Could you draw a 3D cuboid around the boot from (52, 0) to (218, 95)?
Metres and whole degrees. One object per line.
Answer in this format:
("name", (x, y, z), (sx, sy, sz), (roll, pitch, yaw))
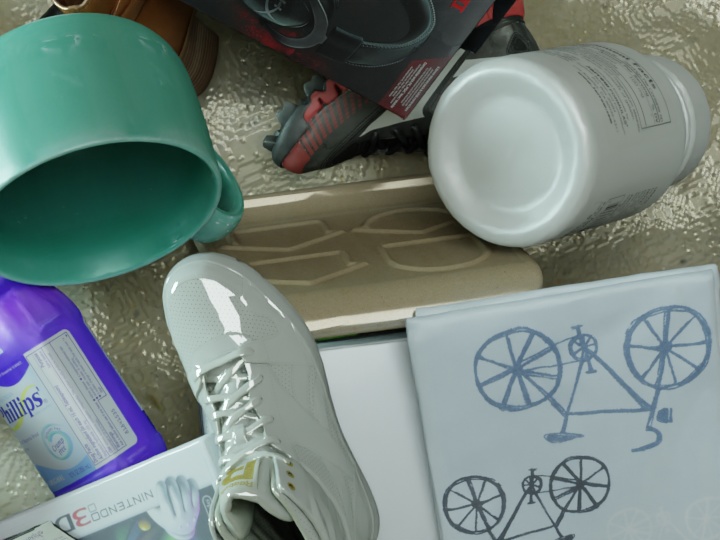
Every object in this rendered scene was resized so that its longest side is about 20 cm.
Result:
("boot", (-0.137, -0.218, 1.492), (0.074, 0.155, 0.200), (-11, 69, 21))

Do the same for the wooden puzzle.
("wooden puzzle", (0.000, 0.000, 1.472), (0.185, 0.200, 0.046), (-8, 112, -10))

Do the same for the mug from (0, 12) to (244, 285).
("mug", (-0.165, -0.072, 1.417), (0.152, 0.185, 0.115), (-20, 63, 1))

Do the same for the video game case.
("video game case", (-0.119, 0.216, 1.399), (0.182, 0.023, 0.200), (-24, 87, 30))

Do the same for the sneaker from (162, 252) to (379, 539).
("sneaker", (-0.057, 0.088, 1.317), (0.074, 0.116, 0.200), (-28, 95, 17))

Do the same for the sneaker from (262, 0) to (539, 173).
("sneaker", (0.037, -0.106, 1.543), (0.200, 0.071, 0.098), (-30, 80, -15))

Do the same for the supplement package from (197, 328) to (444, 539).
("supplement package", (0.009, 0.115, 1.448), (0.200, 0.111, 0.156), (-6, 93, -9))

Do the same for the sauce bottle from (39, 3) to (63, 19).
("sauce bottle", (-0.232, -0.100, 1.508), (0.066, 0.066, 0.200), (39, 72, 2))

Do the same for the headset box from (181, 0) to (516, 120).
("headset box", (-0.001, -0.195, 1.423), (0.200, 0.149, 0.077), (28, 31, -20))

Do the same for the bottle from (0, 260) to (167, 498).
("bottle", (-0.197, 0.053, 1.452), (0.065, 0.084, 0.200), (-34, 94, -35))

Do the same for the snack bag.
("snack bag", (0.131, 0.106, 1.397), (0.188, 0.021, 0.200), (-10, 99, -6))

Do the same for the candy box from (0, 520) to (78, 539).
("candy box", (-0.142, 0.254, 1.370), (0.200, 0.061, 0.137), (30, 112, 22))

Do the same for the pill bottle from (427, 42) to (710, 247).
("pill bottle", (0.137, -0.083, 1.485), (0.200, 0.114, 0.114), (-16, 75, -57))
